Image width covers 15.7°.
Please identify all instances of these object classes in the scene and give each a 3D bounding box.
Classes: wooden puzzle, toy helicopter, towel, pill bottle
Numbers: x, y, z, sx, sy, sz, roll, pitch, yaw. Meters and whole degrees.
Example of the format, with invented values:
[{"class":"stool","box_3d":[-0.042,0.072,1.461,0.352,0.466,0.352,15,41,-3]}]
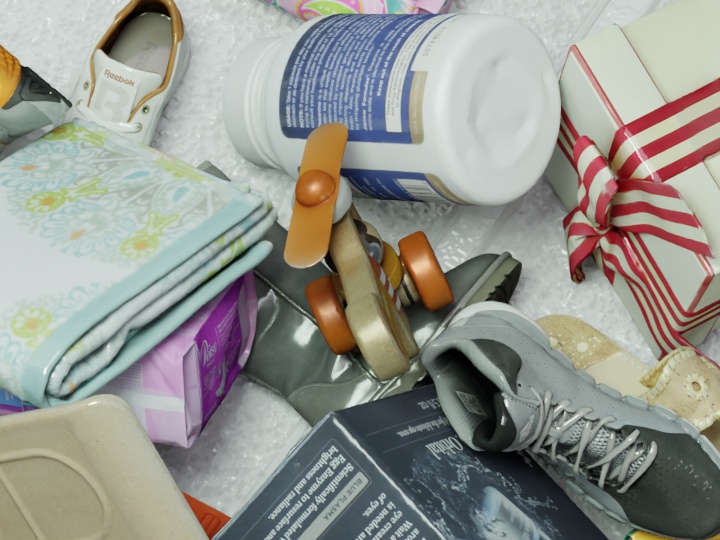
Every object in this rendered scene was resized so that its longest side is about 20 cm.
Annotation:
[{"class":"wooden puzzle","box_3d":[-0.164,0.151,1.430,0.199,0.186,0.046,-14,26,33]},{"class":"toy helicopter","box_3d":[0.000,0.000,1.457,0.078,0.200,0.133,-24,110,4]},{"class":"towel","box_3d":[-0.167,-0.007,1.482,0.170,0.048,0.200,22,44,36]},{"class":"pill bottle","box_3d":[0.013,-0.098,1.568,0.199,0.111,0.112,6,64,44]}]

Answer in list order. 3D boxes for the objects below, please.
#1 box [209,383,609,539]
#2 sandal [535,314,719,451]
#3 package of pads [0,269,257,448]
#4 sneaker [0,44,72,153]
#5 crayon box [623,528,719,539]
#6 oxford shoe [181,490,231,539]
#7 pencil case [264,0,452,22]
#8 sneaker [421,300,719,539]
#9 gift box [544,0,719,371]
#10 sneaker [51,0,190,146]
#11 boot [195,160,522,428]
[{"class":"box","box_3d":[0.051,0.175,1.454,0.200,0.196,0.118,47,109,13]},{"class":"sandal","box_3d":[0.174,0.073,1.536,0.211,0.070,0.078,30,63,32]},{"class":"package of pads","box_3d":[-0.169,0.036,1.532,0.198,0.076,0.121,7,31,17]},{"class":"sneaker","box_3d":[-0.232,-0.087,1.566,0.076,0.200,0.092,39,83,-10]},{"class":"crayon box","box_3d":[0.256,0.211,1.533,0.118,0.058,0.201,-32,74,-12]},{"class":"oxford shoe","box_3d":[-0.114,0.174,1.542,0.200,0.073,0.071,48,43,0]},{"class":"pencil case","box_3d":[-0.032,-0.203,1.660,0.199,0.088,0.088,30,72,10]},{"class":"sneaker","box_3d":[0.114,0.098,1.473,0.199,0.115,0.075,34,110,15]},{"class":"gift box","box_3d":[0.217,-0.056,1.563,0.186,0.185,0.201,-25,69,-12]},{"class":"sneaker","box_3d":[-0.164,-0.086,1.616,0.072,0.085,0.201,18,72,3]},{"class":"boot","box_3d":[-0.026,0.003,1.601,0.200,0.073,0.182,40,74,19]}]
